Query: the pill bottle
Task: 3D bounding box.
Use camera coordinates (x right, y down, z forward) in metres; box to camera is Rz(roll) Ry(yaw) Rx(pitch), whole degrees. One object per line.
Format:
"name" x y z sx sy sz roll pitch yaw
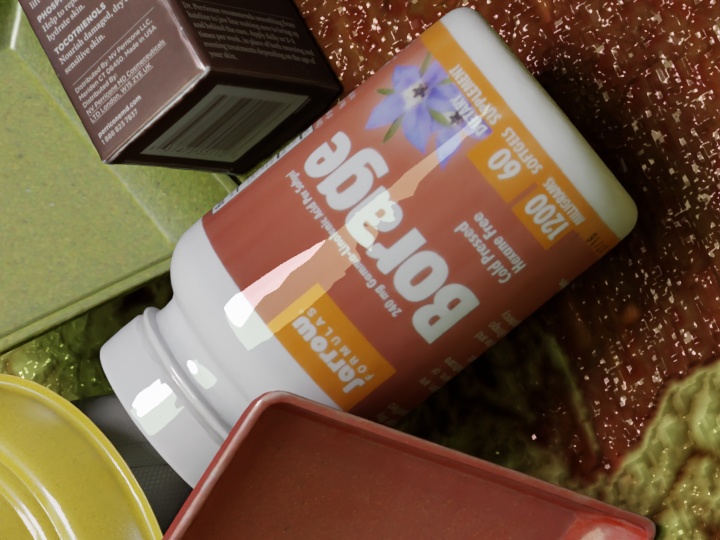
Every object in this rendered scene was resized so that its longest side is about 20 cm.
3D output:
"pill bottle" 0.000 0.000 0.898 0.200 0.112 0.112 -40 67 6

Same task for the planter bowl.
"planter bowl" -0.170 0.147 0.942 0.200 0.083 0.201 8 102 40

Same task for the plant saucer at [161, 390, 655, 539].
"plant saucer" -0.013 0.143 0.894 0.200 0.200 0.037 -58 35 15

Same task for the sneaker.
"sneaker" -0.133 0.090 1.051 0.200 0.092 0.076 14 135 52

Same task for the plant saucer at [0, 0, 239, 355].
"plant saucer" -0.182 -0.036 1.033 0.200 0.200 0.048 49 148 25

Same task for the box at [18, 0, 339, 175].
"box" -0.104 -0.142 1.011 0.075 0.100 0.200 -38 69 27
